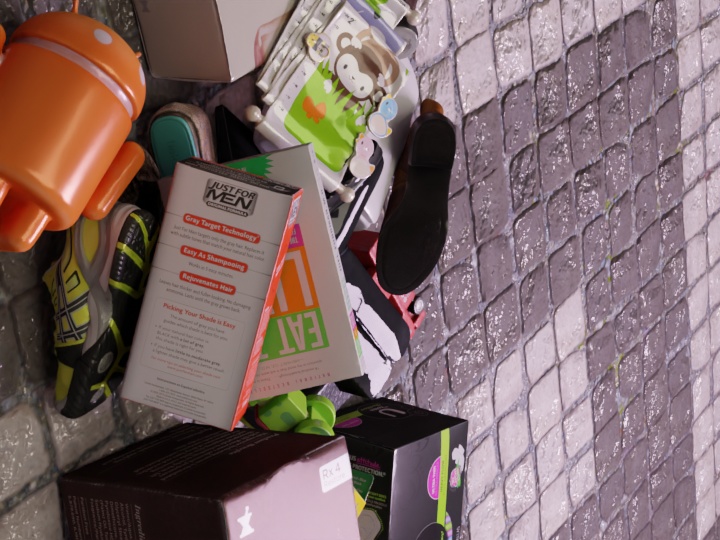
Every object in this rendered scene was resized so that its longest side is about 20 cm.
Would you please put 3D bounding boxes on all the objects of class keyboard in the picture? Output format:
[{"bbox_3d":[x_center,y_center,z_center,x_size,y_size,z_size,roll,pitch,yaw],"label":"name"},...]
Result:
[{"bbox_3d":[-0.078,-0.061,1.308,0.200,0.021,0.128,42,28,-51],"label":"keyboard"}]

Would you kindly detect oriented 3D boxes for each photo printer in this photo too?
[{"bbox_3d":[-0.015,-0.165,1.355,0.166,0.069,0.201,48,52,-45],"label":"photo printer"}]

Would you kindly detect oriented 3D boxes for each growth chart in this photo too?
[{"bbox_3d":[-0.018,-0.173,1.201,0.144,0.018,0.201,30,73,-28],"label":"growth chart"}]

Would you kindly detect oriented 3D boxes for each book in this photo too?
[{"bbox_3d":[-0.081,0.004,1.175,0.048,0.133,0.201,-58,135,-77],"label":"book"}]

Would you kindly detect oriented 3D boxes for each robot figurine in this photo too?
[{"bbox_3d":[-0.238,-0.112,1.041,0.201,0.143,0.117,-63,-179,-21],"label":"robot figurine"}]

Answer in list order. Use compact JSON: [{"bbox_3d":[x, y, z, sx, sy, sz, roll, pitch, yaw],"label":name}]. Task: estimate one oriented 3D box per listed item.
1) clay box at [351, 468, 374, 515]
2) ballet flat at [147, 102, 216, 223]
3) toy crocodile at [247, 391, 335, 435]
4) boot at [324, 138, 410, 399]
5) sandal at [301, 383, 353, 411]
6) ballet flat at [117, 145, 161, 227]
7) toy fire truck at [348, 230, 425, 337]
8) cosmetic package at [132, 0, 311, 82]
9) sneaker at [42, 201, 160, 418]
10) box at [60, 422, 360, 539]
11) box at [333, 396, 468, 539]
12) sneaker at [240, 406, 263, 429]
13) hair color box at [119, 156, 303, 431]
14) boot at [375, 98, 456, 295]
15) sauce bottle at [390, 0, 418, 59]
[{"bbox_3d":[-0.079,0.266,1.357,0.200,0.115,0.048,-61,140,-24],"label":"clay box"},{"bbox_3d":[-0.145,-0.054,1.233,0.067,0.068,0.201,-65,154,-68],"label":"ballet flat"},{"bbox_3d":[-0.076,0.122,1.268,0.200,0.062,0.068,52,13,-18],"label":"toy crocodile"},{"bbox_3d":[-0.001,0.001,1.287,0.165,0.066,0.200,-46,126,-15],"label":"boot"},{"bbox_3d":[-0.027,0.099,1.377,0.200,0.043,0.076,-43,145,-33],"label":"sandal"},{"bbox_3d":[-0.192,-0.009,1.189,0.067,0.046,0.201,-13,109,-51],"label":"ballet flat"},{"bbox_3d":[-0.009,0.035,1.451,0.141,0.049,0.200,-58,140,-27],"label":"toy fire truck"},{"bbox_3d":[-0.093,-0.241,1.219,0.200,0.103,0.088,-36,126,-42],"label":"cosmetic package"},{"bbox_3d":[-0.222,0.029,1.144,0.075,0.076,0.201,-27,139,-62],"label":"sneaker"},{"bbox_3d":[-0.126,0.237,1.198,0.166,0.199,0.165,-19,105,-50],"label":"box"},{"bbox_3d":[0.024,0.256,1.489,0.148,0.124,0.201,-13,110,-52],"label":"box"},{"bbox_3d":[-0.091,0.070,1.319,0.074,0.081,0.201,-34,125,-44],"label":"sneaker"},{"bbox_3d":[-0.121,0.018,1.129,0.061,0.101,0.201,-55,162,-78],"label":"hair color box"},{"bbox_3d":[0.053,-0.081,1.449,0.200,0.068,0.189,-94,-170,-79],"label":"boot"},{"bbox_3d":[0.026,-0.281,1.324,0.066,0.066,0.201,50,25,-47],"label":"sauce bottle"}]
